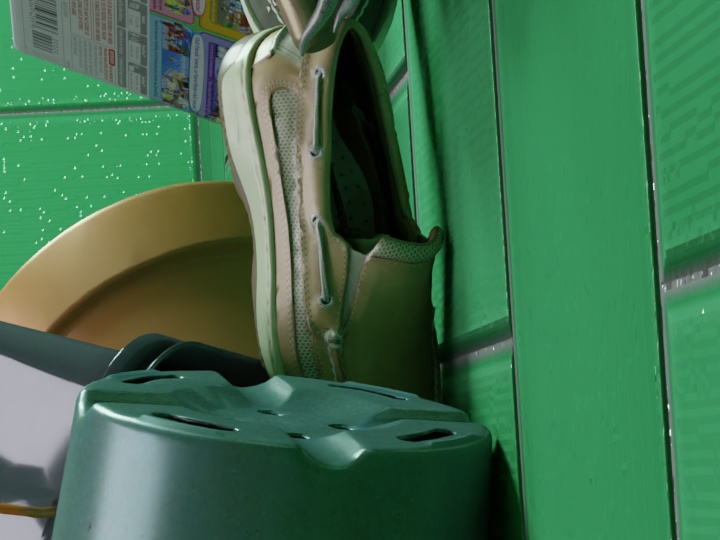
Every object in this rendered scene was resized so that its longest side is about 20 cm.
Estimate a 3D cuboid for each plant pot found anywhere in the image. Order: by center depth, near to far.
[{"bbox_3d":[-0.036,0.143,1.024,0.200,0.199,0.198,-130,44,-81],"label":"plant pot"},{"bbox_3d":[-0.067,0.079,1.318,0.140,0.199,0.201,-122,24,-44],"label":"plant pot"}]

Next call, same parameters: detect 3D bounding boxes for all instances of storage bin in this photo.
[{"bbox_3d":[-0.138,0.109,1.145,0.145,0.134,0.201,20,-92,-62],"label":"storage bin"}]

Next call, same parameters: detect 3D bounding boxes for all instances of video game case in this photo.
[{"bbox_3d":[-0.088,-0.133,1.419,0.200,0.181,0.022,99,-168,-65],"label":"video game case"}]

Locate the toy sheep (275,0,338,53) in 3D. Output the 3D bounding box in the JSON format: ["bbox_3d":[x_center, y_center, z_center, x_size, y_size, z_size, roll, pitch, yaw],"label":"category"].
[{"bbox_3d":[-0.052,-0.175,1.109,0.201,0.137,0.138,61,168,11],"label":"toy sheep"}]

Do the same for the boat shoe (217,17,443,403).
[{"bbox_3d":[0.000,0.000,1.131,0.076,0.071,0.201,-10,99,46],"label":"boat shoe"}]

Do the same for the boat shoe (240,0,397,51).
[{"bbox_3d":[-0.020,-0.175,1.209,0.060,0.072,0.203,87,-179,-61],"label":"boat shoe"}]

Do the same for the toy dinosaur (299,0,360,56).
[{"bbox_3d":[0.014,-0.135,0.970,0.103,0.077,0.200,68,168,-8],"label":"toy dinosaur"}]
